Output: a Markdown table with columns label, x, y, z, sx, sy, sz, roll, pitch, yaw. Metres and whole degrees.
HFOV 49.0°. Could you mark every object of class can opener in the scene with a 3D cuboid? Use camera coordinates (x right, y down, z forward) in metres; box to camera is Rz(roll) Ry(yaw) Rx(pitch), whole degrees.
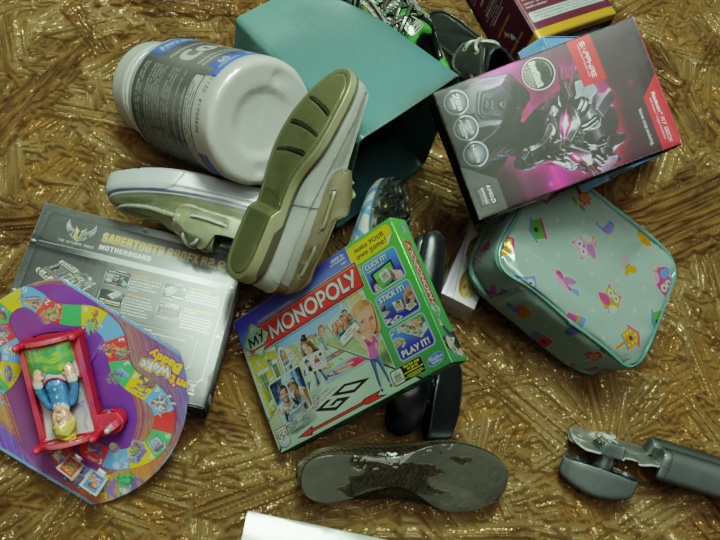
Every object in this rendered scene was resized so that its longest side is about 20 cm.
| label | x | y | z | sx | sy | sz | roll | pitch | yaw |
| --- | --- | --- | --- | --- | --- | --- | --- | --- | --- |
| can opener | 0.291 | 0.201 | 0.770 | 0.199 | 0.053 | 0.067 | 18 | 99 | -3 |
| can opener | 0.055 | 0.061 | 0.762 | 0.078 | 0.063 | 0.202 | 10 | 75 | -25 |

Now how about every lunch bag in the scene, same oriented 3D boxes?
| label | x | y | z | sx | sy | sz | roll | pitch | yaw |
| --- | --- | --- | --- | --- | --- | --- | --- | --- | --- |
| lunch bag | 0.216 | -0.002 | 0.794 | 0.200 | 0.077 | 0.161 | 36 | 62 | -12 |

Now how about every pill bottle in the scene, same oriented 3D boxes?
| label | x | y | z | sx | sy | sz | roll | pitch | yaw |
| --- | --- | --- | --- | --- | --- | --- | --- | --- | --- |
| pill bottle | -0.148 | -0.157 | 0.748 | 0.114 | 0.114 | 0.199 | -44 | 43 | -22 |

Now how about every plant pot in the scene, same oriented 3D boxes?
| label | x | y | z | sx | sy | sz | roll | pitch | yaw |
| --- | --- | --- | --- | --- | --- | --- | --- | --- | --- |
| plant pot | -0.034 | -0.180 | 0.805 | 0.200 | 0.142 | 0.141 | 44 | 60 | 15 |

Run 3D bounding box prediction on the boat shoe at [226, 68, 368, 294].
| label | x | y | z | sx | sy | sz | roll | pitch | yaw |
| --- | --- | --- | --- | --- | --- | --- | --- | --- | --- |
| boat shoe | -0.043 | -0.073 | 0.685 | 0.068 | 0.075 | 0.201 | 23 | 101 | -35 |

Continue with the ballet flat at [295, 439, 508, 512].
| label | x | y | z | sx | sy | sz | roll | pitch | yaw |
| --- | --- | --- | --- | --- | --- | --- | --- | --- | --- |
| ballet flat | 0.038 | 0.186 | 0.728 | 0.198 | 0.046 | 0.068 | 2 | 91 | -12 |

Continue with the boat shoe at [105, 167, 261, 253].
| label | x | y | z | sx | sy | sz | roll | pitch | yaw |
| --- | --- | --- | --- | --- | --- | --- | --- | --- | --- |
| boat shoe | -0.138 | -0.049 | 0.728 | 0.198 | 0.072 | 0.063 | 9 | 76 | -1 |

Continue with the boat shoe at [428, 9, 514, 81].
| label | x | y | z | sx | sy | sz | roll | pitch | yaw |
| --- | --- | --- | --- | --- | --- | --- | --- | --- | --- |
| boat shoe | 0.141 | -0.233 | 0.885 | 0.072 | 0.068 | 0.200 | -29 | 66 | -22 |

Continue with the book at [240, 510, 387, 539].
| label | x | y | z | sx | sy | sz | roll | pitch | yaw |
| --- | --- | --- | --- | --- | --- | --- | --- | --- | --- |
| book | -0.015 | 0.295 | 0.678 | 0.198 | 0.048 | 0.134 | 12 | 63 | -3 |

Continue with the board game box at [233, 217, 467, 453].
| label | x | y | z | sx | sy | sz | roll | pitch | yaw |
| --- | --- | --- | --- | --- | --- | --- | --- | --- | --- |
| board game box | -0.017 | 0.062 | 0.703 | 0.029 | 0.199 | 0.135 | 3 | 59 | -56 |

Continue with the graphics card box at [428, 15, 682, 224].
| label | x | y | z | sx | sy | sz | roll | pitch | yaw |
| --- | --- | --- | --- | --- | --- | --- | --- | --- | --- |
| graphics card box | 0.175 | -0.135 | 0.722 | 0.199 | 0.051 | 0.126 | -20 | 88 | 2 |

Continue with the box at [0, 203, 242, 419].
| label | x | y | z | sx | sy | sz | roll | pitch | yaw |
| --- | --- | --- | --- | --- | --- | --- | --- | --- | --- |
| box | -0.221 | 0.037 | 0.739 | 0.198 | 0.048 | 0.159 | 13 | 66 | -5 |

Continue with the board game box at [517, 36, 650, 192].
| label | x | y | z | sx | sy | sz | roll | pitch | yaw |
| --- | --- | --- | --- | --- | --- | --- | --- | --- | --- |
| board game box | 0.249 | -0.172 | 0.835 | 0.200 | 0.036 | 0.152 | -22 | 87 | -54 |

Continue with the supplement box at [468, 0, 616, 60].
| label | x | y | z | sx | sy | sz | roll | pitch | yaw |
| --- | --- | --- | --- | --- | --- | --- | --- | --- | --- |
| supplement box | 0.195 | -0.342 | 0.939 | 0.110 | 0.086 | 0.201 | -21 | 74 | -16 |

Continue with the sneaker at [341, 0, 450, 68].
| label | x | y | z | sx | sy | sz | roll | pitch | yaw |
| --- | --- | --- | --- | --- | --- | --- | --- | --- | --- |
| sneaker | 0.035 | -0.270 | 0.819 | 0.078 | 0.085 | 0.200 | -44 | 116 | -11 |

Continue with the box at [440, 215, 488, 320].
| label | x | y | z | sx | sy | sz | roll | pitch | yaw |
| --- | --- | --- | --- | --- | --- | --- | --- | --- | --- |
| box | 0.132 | -0.044 | 0.836 | 0.041 | 0.039 | 0.201 | 27 | 67 | 0 |

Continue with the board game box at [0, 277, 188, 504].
| label | x | y | z | sx | sy | sz | roll | pitch | yaw |
| --- | --- | --- | --- | --- | --- | --- | --- | --- | --- |
| board game box | -0.247 | 0.106 | 0.666 | 0.199 | 0.039 | 0.159 | 33 | 94 | -6 |

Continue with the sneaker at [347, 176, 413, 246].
| label | x | y | z | sx | sy | sz | roll | pitch | yaw |
| --- | --- | --- | --- | --- | --- | --- | --- | --- | --- |
| sneaker | 0.000 | 0.000 | 0.771 | 0.072 | 0.072 | 0.201 | 32 | 66 | -46 |
